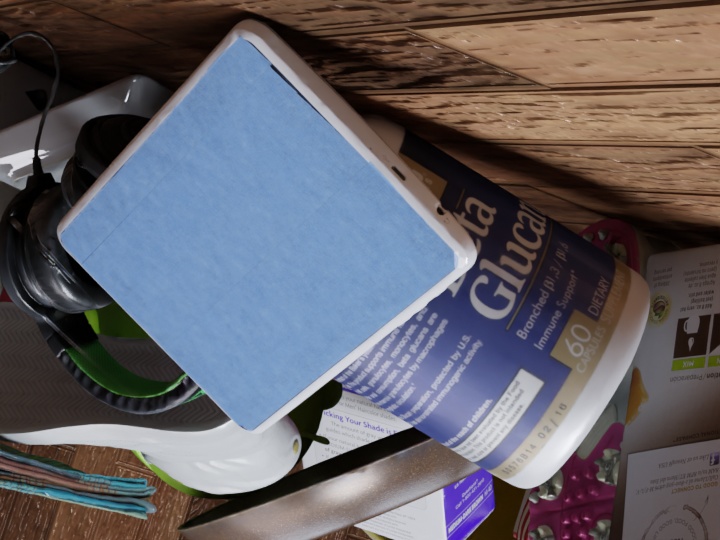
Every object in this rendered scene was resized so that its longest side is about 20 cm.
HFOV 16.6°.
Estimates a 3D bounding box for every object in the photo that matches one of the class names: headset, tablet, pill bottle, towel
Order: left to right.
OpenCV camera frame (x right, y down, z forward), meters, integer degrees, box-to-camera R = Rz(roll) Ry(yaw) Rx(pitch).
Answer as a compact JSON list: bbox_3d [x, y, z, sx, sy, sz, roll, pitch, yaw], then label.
[{"bbox_3d":[-0.220,0.093,1.311,0.146,0.022,0.199,19,174,-41],"label":"towel"},{"bbox_3d":[-0.132,-0.025,1.156,0.123,0.201,0.094,-40,166,37],"label":"headset"},{"bbox_3d":[-0.044,-0.012,1.018,0.130,0.014,0.200,46,143,-3],"label":"tablet"},{"bbox_3d":[0.018,0.001,1.089,0.199,0.111,0.111,31,174,-7],"label":"pill bottle"}]

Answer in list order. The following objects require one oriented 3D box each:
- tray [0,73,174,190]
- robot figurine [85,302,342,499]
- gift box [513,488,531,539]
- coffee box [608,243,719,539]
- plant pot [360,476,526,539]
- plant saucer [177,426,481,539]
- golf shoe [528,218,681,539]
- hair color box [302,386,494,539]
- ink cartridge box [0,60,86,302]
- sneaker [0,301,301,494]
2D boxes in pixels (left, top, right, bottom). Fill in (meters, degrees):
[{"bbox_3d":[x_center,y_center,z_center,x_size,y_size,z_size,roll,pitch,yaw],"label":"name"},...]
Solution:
[{"bbox_3d":[-0.124,-0.052,1.294,0.107,0.022,0.200,-21,165,12],"label":"tray"},{"bbox_3d":[-0.095,0.057,1.419,0.175,0.116,0.200,-2,-157,-29],"label":"robot figurine"},{"bbox_3d":[0.175,0.103,1.306,0.186,0.201,0.185,19,171,-3],"label":"gift box"},{"bbox_3d":[0.179,0.100,1.110,0.114,0.201,0.080,21,161,-35],"label":"coffee box"},{"bbox_3d":[0.086,0.083,1.618,0.199,0.201,0.142,15,-156,32],"label":"plant pot"},{"bbox_3d":[-0.004,0.120,1.375,0.199,0.032,0.200,-20,178,-1],"label":"plant saucer"},{"bbox_3d":[0.134,0.080,1.174,0.091,0.201,0.075,13,172,-38],"label":"golf shoe"},{"bbox_3d":[0.016,0.066,1.509,0.109,0.201,0.065,15,-142,32],"label":"hair color box"},{"bbox_3d":[-0.236,-0.053,1.299,0.083,0.148,0.200,14,175,28],"label":"ink cartridge box"},{"bbox_3d":[-0.130,0.074,1.278,0.199,0.074,0.116,9,159,22],"label":"sneaker"}]
